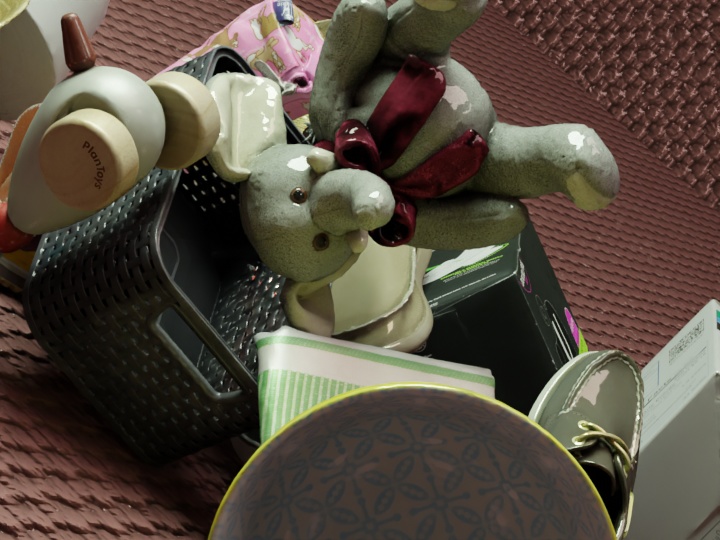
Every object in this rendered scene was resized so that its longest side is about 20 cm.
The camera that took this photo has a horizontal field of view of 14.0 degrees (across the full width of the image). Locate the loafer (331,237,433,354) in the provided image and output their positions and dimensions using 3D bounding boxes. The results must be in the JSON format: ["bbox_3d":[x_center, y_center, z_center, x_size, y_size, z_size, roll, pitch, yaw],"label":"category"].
[{"bbox_3d":[0.000,0.000,1.749,0.200,0.076,0.068,-85,150,-65],"label":"loafer"}]

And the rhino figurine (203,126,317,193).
[{"bbox_3d":[-0.063,-0.058,1.905,0.088,0.200,0.060,57,46,-19],"label":"rhino figurine"}]

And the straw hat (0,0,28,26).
[{"bbox_3d":[-0.265,-0.092,1.592,0.201,0.201,0.085,-98,177,-71],"label":"straw hat"}]

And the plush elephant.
[{"bbox_3d":[0.001,-0.054,1.558,0.155,0.200,0.165,-47,112,-36],"label":"plush elephant"}]

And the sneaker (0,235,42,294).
[{"bbox_3d":[-0.142,-0.018,1.712,0.200,0.090,0.075,21,22,-53],"label":"sneaker"}]

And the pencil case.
[{"bbox_3d":[-0.108,-0.091,1.821,0.083,0.200,0.087,64,12,19],"label":"pencil case"}]

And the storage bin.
[{"bbox_3d":[-0.093,-0.009,1.606,0.135,0.094,0.200,51,30,-28],"label":"storage bin"}]

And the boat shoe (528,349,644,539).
[{"bbox_3d":[0.124,0.124,1.657,0.072,0.060,0.202,33,56,-14],"label":"boat shoe"}]

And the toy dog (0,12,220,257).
[{"bbox_3d":[-0.175,-0.064,1.515,0.096,0.200,0.132,63,15,-2],"label":"toy dog"}]

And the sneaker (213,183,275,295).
[{"bbox_3d":[-0.048,0.019,1.805,0.067,0.108,0.201,24,20,-48],"label":"sneaker"}]

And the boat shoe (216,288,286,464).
[{"bbox_3d":[-0.050,0.056,1.675,0.200,0.070,0.066,-128,-154,-59],"label":"boat shoe"}]

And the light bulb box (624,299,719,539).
[{"bbox_3d":[0.205,0.146,1.876,0.125,0.198,0.200,42,14,-3],"label":"light bulb box"}]

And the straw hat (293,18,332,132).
[{"bbox_3d":[-0.032,-0.072,1.992,0.201,0.201,0.085,21,34,-53],"label":"straw hat"}]

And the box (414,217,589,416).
[{"bbox_3d":[0.076,0.066,1.852,0.200,0.124,0.149,-69,135,-76],"label":"box"}]

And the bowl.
[{"bbox_3d":[0.024,0.146,1.415,0.200,0.200,0.108,38,4,-5],"label":"bowl"}]

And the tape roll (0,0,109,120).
[{"bbox_3d":[-0.253,-0.181,1.750,0.202,0.071,0.203,24,-28,13],"label":"tape roll"}]

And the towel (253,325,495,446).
[{"bbox_3d":[0.013,0.131,1.519,0.152,0.023,0.200,13,58,-30],"label":"towel"}]
